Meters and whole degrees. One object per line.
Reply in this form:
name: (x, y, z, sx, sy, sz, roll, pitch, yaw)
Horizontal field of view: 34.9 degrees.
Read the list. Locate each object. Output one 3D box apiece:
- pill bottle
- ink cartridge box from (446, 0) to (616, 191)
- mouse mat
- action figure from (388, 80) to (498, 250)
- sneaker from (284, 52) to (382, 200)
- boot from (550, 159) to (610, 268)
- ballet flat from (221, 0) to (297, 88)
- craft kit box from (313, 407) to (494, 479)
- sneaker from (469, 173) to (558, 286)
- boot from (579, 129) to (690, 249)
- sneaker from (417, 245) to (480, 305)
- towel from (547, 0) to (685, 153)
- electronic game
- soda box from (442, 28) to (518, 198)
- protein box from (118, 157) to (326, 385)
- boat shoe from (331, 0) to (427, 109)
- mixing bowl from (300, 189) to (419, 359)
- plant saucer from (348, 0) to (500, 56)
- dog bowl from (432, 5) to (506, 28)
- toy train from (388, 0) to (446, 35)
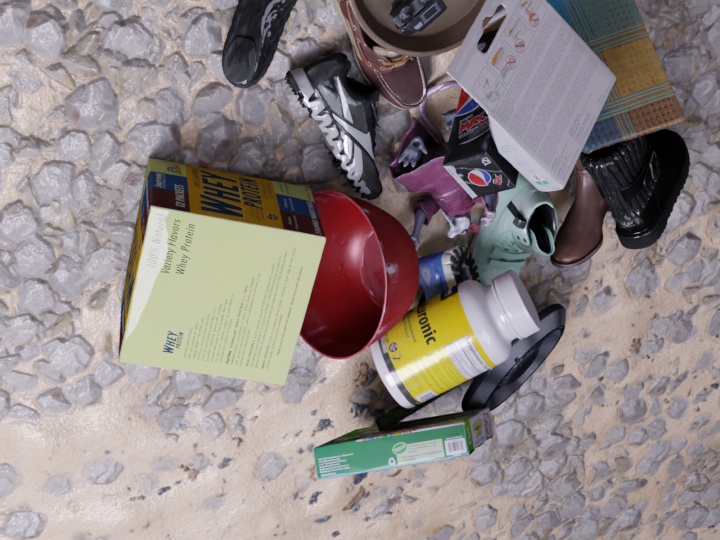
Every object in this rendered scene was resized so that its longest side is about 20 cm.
pill bottle: (0.119, 0.081, 1.424, 0.198, 0.112, 0.112, -28, 127, 14)
ink cartridge box: (0.182, -0.212, 1.266, 0.199, 0.050, 0.162, 38, 69, -24)
mouse mat: (0.090, 0.167, 1.538, 0.159, 0.200, 0.008, -31, 89, -3)
action figure: (0.102, -0.113, 1.434, 0.132, 0.151, 0.201, -10, 148, 16)
sneaker: (-0.006, -0.172, 1.353, 0.090, 0.067, 0.201, -31, 124, 1)
boot: (0.276, -0.131, 1.463, 0.187, 0.063, 0.202, -54, 139, -34)
ballet flat: (-0.102, -0.297, 1.259, 0.066, 0.057, 0.202, 26, 103, -4)
craft kit box: (0.061, 0.220, 1.475, 0.197, 0.197, 0.049, -11, 83, 14)
sneaker: (0.201, -0.024, 1.495, 0.073, 0.119, 0.203, -8, 124, -19)
boot: (0.350, -0.151, 1.451, 0.078, 0.213, 0.159, -9, 130, 34)
sneaker: (0.128, 0.047, 1.535, 0.079, 0.088, 0.201, -60, 136, -37)
towel: (0.290, -0.248, 1.374, 0.144, 0.203, 0.022, -17, 166, -13)
electronic game: (0.212, 0.124, 1.582, 0.199, 0.042, 0.201, -40, 160, -18)
soda box: (0.156, -0.188, 1.337, 0.063, 0.202, 0.071, -13, 139, 38)
protein box: (-0.166, 0.002, 1.330, 0.197, 0.135, 0.201, 9, 116, -16)
boat shoe: (0.028, -0.259, 1.311, 0.071, 0.072, 0.201, -31, 126, -2)
mixing bowl: (0.000, 0.000, 1.400, 0.107, 0.200, 0.203, -8, 125, -43)
plant saucer: (0.072, -0.328, 1.218, 0.197, 0.030, 0.203, -11, 123, -17)
dog bowl: (0.110, -0.377, 1.271, 0.197, 0.079, 0.203, -11, 122, -17)
toy train: (0.116, -0.318, 1.204, 0.199, 0.034, 0.046, -40, 129, 4)
